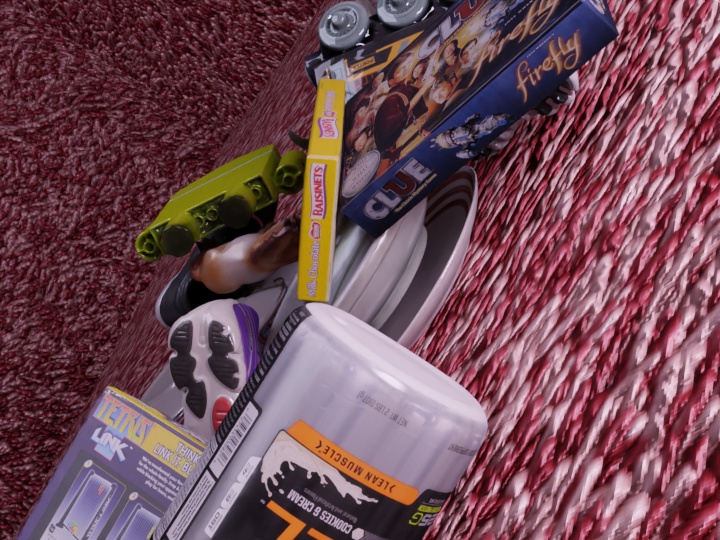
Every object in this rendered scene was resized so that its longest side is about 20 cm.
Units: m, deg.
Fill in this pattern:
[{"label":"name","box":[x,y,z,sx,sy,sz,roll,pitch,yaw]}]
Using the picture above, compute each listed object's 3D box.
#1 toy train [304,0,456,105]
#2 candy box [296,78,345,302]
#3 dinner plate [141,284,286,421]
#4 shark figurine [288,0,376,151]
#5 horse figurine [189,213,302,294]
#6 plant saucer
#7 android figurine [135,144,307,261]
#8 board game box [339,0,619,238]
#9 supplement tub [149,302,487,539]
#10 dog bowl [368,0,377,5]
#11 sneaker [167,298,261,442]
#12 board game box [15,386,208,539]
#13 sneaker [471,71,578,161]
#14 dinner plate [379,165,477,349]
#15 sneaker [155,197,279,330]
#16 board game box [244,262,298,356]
[{"label":"toy train","box":[0.050,-0.177,0.932,0.200,0.085,0.114,-19,61,14]},{"label":"candy box","box":[-0.026,-0.065,0.817,0.200,0.026,0.102,-89,6,-67]},{"label":"dinner plate","box":[-0.142,0.080,1.003,0.200,0.024,0.200,-43,11,11]},{"label":"shark figurine","box":[-0.018,-0.138,1.052,0.215,0.089,0.128,120,158,-51]},{"label":"horse figurine","box":[-0.091,-0.020,1.034,0.200,0.050,0.133,-17,11,36]},{"label":"plant saucer","box":[0.000,0.000,0.833,0.200,0.050,0.200,-55,13,19]},{"label":"android figurine","box":[-0.133,-0.069,1.105,0.182,0.041,0.200,-26,15,9]},{"label":"board game box","box":[0.067,-0.126,0.729,0.200,0.035,0.136,-40,28,28]},{"label":"supplement tub","box":[-0.032,0.128,0.597,0.200,0.122,0.123,-58,13,4]},{"label":"dog bowl","box":[0.082,-0.279,0.985,0.200,0.200,0.059,157,108,-69]},{"label":"sneaker","box":[-0.092,0.120,0.869,0.083,0.081,0.200,-18,-69,-62]},{"label":"board game box","box":[-0.140,0.193,0.770,0.200,0.057,0.165,24,79,39]},{"label":"sneaker","box":[0.091,-0.138,0.833,0.200,0.075,0.081,-24,51,57]},{"label":"dinner plate","box":[0.034,0.013,0.840,0.200,0.024,0.200,-53,14,20]},{"label":"sneaker","box":[-0.130,-0.019,1.176,0.200,0.071,0.099,-57,24,-15]},{"label":"board game box","box":[-0.111,0.071,1.168,0.200,0.064,0.148,-62,14,-11]}]
